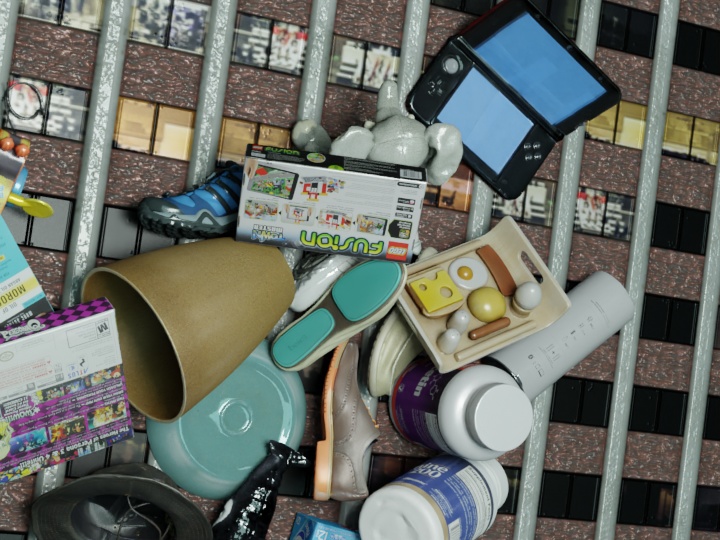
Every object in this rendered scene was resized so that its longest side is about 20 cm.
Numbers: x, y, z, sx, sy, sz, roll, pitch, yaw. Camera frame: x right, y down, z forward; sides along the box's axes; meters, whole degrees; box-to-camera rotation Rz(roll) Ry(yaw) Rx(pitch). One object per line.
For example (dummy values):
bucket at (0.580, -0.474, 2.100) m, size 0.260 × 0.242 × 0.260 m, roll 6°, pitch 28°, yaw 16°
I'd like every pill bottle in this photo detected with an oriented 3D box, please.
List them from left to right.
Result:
pill bottle at (0.095, 0.282, 1.698) m, size 0.200 × 0.111 × 0.111 m, roll -19°, pitch 100°, yaw -55°
pill bottle at (0.121, 0.164, 1.694) m, size 0.112 × 0.200 × 0.113 m, roll 0°, pitch 90°, yaw -25°

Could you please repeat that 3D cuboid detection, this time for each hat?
hat at (-0.259, 0.260, 1.579) m, size 0.200 × 0.201 × 0.081 m, roll 28°, pitch 39°, yaw -22°

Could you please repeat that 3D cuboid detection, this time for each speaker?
speaker at (0.256, 0.086, 1.820) m, size 0.200 × 0.081 × 0.081 m, roll -37°, pitch 105°, yaw -20°

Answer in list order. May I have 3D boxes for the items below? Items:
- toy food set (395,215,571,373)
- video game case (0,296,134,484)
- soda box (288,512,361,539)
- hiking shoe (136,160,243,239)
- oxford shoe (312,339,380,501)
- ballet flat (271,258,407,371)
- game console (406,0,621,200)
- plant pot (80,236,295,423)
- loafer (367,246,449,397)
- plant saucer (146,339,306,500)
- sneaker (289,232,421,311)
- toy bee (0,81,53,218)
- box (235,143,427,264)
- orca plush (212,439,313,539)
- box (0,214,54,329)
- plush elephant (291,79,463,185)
toy food set at (0.134, 0.023, 1.682) m, size 0.200 × 0.060 × 0.144 m, roll -21°, pitch 66°, yaw -29°
video game case at (-0.350, 0.136, 1.526) m, size 0.200 × 0.036 × 0.182 m, roll -18°, pitch 127°, yaw -22°
soda box at (0.013, 0.352, 1.719) m, size 0.200 × 0.068 × 0.064 m, roll 21°, pitch 83°, yaw -23°
hiking shoe at (-0.167, -0.083, 1.640) m, size 0.200 × 0.074 × 0.087 m, roll 0°, pitch 83°, yaw -34°
oxford shoe at (-0.012, 0.176, 1.684) m, size 0.073 × 0.071 × 0.200 m, roll 6°, pitch 72°, yaw 0°
ballet flat at (-0.018, 0.050, 1.654) m, size 0.200 × 0.069 × 0.069 m, roll -35°, pitch 108°, yaw 18°
game console at (0.190, -0.211, 1.767) m, size 0.200 × 0.119 × 0.172 m, roll 40°, pitch 75°, yaw -19°
plant pot at (-0.175, 0.043, 1.585) m, size 0.200 × 0.186 × 0.187 m, roll -29°, pitch 102°, yaw -34°
loafer at (0.067, 0.068, 1.726) m, size 0.068 × 0.076 × 0.200 m, roll 23°, pitch 76°, yaw 9°
plant saucer at (-0.149, 0.171, 1.662) m, size 0.200 × 0.036 × 0.200 m, roll 0°, pitch 91°, yaw -25°
sneaker at (0.000, 0.000, 1.708) m, size 0.200 × 0.078 × 0.099 m, roll -37°, pitch 108°, yaw -19°
toy bee at (-0.391, -0.108, 1.511) m, size 0.131 × 0.109 × 0.200 m, roll 0°, pitch 90°, yaw -22°
box at (-0.034, -0.073, 1.574) m, size 0.200 × 0.035 × 0.110 m, roll 8°, pitch 123°, yaw -4°
orca plush at (-0.117, 0.301, 1.639) m, size 0.200 × 0.071 × 0.105 m, roll -50°, pitch 137°, yaw -11°
box at (-0.382, 0.025, 1.504) m, size 0.082 × 0.049 × 0.200 m, roll -32°, pitch 127°, yaw -15°
plush elephant at (0.026, -0.140, 1.637) m, size 0.164 × 0.155 × 0.200 m, roll 1°, pitch 53°, yaw -21°
